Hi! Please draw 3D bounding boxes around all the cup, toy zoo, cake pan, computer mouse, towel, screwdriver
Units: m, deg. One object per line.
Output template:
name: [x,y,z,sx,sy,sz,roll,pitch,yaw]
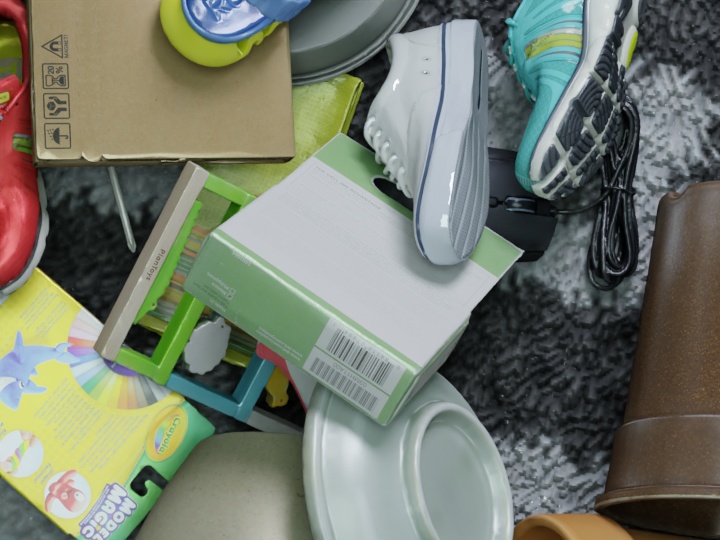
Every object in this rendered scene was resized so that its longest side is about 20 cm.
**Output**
cup: [-0.056,0.178,1.516,0.199,0.200,0.144,5,73,-2]
toy zoo: [-0.051,0.032,1.566,0.199,0.020,0.132,26,94,-25]
cake pan: [-0.052,-0.218,1.603,0.199,0.037,0.202,0,82,-1]
computer mouse: [0.087,-0.070,1.601,0.199,0.046,0.141,8,86,-2]
towel: [-0.070,-0.043,1.608,0.086,0.018,0.201,21,85,-2]
screwdriver: [-0.170,-0.109,1.599,0.028,0.029,0.201,-15,82,-3]

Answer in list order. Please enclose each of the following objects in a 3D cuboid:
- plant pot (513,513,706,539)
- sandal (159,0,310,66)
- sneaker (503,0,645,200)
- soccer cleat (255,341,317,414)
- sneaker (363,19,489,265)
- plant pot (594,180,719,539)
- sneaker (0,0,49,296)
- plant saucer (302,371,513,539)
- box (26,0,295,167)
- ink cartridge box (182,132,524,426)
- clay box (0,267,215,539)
plant pot: [0.177,0.243,1.521,0.139,0.200,0.201,-3,86,-19]
sandal: [-0.030,-0.201,1.525,0.080,0.087,0.200,46,68,-4]
sneaker: [0.127,-0.132,1.582,0.079,0.078,0.201,5,61,22]
soccer cleat: [0.013,0.099,1.565,0.073,0.068,0.200,-20,119,28]
sneaker: [0.039,-0.075,1.545,0.070,0.201,0.073,-8,130,14]
plant pot: [0.250,0.057,1.536,0.199,0.200,0.200,7,77,-2]
sneaker: [-0.232,-0.081,1.544,0.076,0.085,0.201,-2,63,2]
plant saucer: [0.043,0.134,1.476,0.050,0.200,0.201,-17,86,31]
box: [-0.124,-0.164,1.550,0.162,0.021,0.201,-1,80,-12]
ink cartridge box: [0.000,0.000,1.496,0.145,0.200,0.048,33,117,8]
clay box: [-0.199,0.076,1.579,0.200,0.048,0.115,41,83,0]
